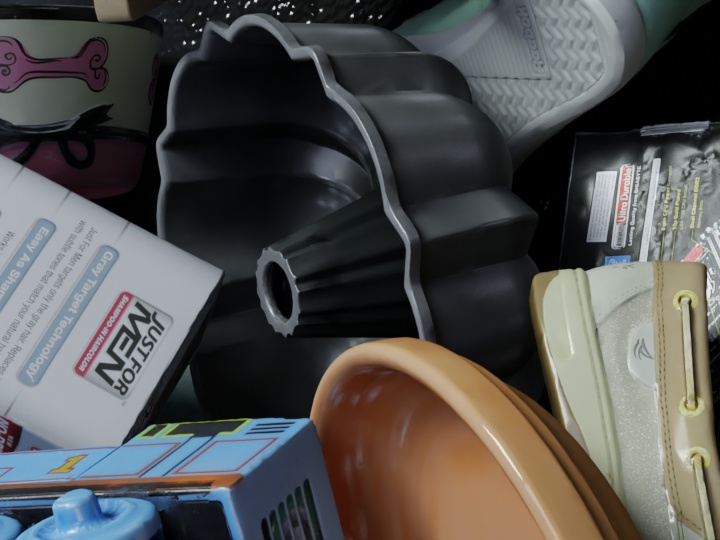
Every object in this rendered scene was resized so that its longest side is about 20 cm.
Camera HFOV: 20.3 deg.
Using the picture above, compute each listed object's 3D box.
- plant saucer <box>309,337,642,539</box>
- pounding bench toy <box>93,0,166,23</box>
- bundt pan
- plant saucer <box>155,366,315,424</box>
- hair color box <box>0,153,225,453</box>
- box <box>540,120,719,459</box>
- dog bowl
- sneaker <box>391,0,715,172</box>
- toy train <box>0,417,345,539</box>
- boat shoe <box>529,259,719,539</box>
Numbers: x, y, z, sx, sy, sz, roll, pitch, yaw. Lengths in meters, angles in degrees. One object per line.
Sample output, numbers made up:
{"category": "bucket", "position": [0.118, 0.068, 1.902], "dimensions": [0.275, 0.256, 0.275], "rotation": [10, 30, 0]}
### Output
{"category": "plant saucer", "position": [0.044, 0.113, 0.598], "dimensions": [0.200, 0.037, 0.202], "rotation": [48, 148, 44]}
{"category": "pounding bench toy", "position": [-0.018, -0.205, 0.721], "dimensions": [0.154, 0.124, 0.202], "rotation": [-3, 108, 16]}
{"category": "bundt pan", "position": [0.000, 0.000, 0.744], "dimensions": [0.201, 0.075, 0.204], "rotation": [32, 129, 51]}
{"category": "plant saucer", "position": [-0.091, 0.120, 0.836], "dimensions": [0.200, 0.039, 0.203], "rotation": [-13, 66, 32]}
{"category": "hair color box", "position": [-0.162, 0.004, 0.745], "dimensions": [0.199, 0.061, 0.099], "rotation": [27, 54, 2]}
{"category": "box", "position": [0.139, 0.047, 0.685], "dimensions": [0.159, 0.049, 0.202], "rotation": [-4, 71, 39]}
{"category": "dog bowl", "position": [-0.182, -0.065, 0.883], "dimensions": [0.199, 0.199, 0.075], "rotation": [-6, 90, 35]}
{"category": "sneaker", "position": [0.071, -0.088, 0.787], "dimensions": [0.074, 0.118, 0.200], "rotation": [57, 146, -8]}
{"category": "toy train", "position": [-0.102, 0.101, 0.642], "dimensions": [0.198, 0.114, 0.088], "rotation": [-7, 104, 30]}
{"category": "boat shoe", "position": [0.104, 0.086, 0.620], "dimensions": [0.066, 0.074, 0.202], "rotation": [-14, 71, 4]}
